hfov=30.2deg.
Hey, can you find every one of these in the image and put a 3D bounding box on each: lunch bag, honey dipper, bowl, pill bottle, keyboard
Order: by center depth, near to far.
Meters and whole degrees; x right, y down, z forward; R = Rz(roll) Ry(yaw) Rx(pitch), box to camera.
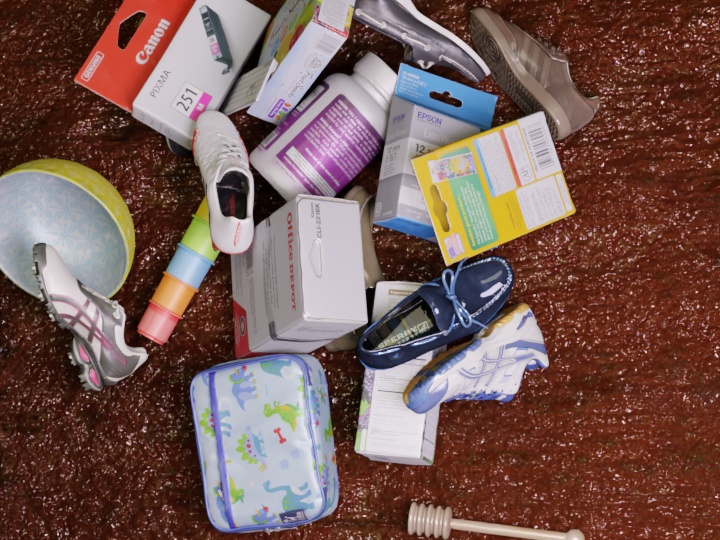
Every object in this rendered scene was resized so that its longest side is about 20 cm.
[{"bbox_3d":[0.153,0.294,1.510,0.198,0.038,0.038,7,78,12],"label":"honey dipper"},{"bbox_3d":[-0.114,0.202,1.557,0.159,0.082,0.202,-8,85,16],"label":"lunch bag"},{"bbox_3d":[-0.031,-0.167,1.628,0.200,0.112,0.112,-44,71,0],"label":"pill bottle"},{"bbox_3d":[-0.144,-0.220,1.641,0.011,0.200,0.057,31,79,-17],"label":"keyboard"},{"bbox_3d":[-0.362,-0.065,1.673,0.198,0.201,0.108,5,34,15],"label":"bowl"}]

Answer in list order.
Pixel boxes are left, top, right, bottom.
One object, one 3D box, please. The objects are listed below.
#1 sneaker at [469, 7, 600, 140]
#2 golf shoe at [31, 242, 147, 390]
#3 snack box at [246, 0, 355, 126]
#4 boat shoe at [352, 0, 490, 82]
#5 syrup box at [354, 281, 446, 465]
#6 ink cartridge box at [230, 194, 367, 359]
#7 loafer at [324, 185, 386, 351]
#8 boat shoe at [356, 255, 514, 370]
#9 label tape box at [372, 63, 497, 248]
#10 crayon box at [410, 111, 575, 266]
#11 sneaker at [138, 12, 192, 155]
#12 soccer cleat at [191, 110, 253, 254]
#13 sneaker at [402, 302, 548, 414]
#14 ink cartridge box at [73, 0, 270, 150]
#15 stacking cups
[{"bbox_3d":[0.210,-0.247,1.625,0.075,0.071,0.201,-29,72,-16],"label":"sneaker"},{"bbox_3d":[-0.337,0.047,1.642,0.088,0.077,0.201,-25,108,-3],"label":"golf shoe"},{"bbox_3d":[-0.067,-0.287,1.609,0.053,0.200,0.143,23,55,-17],"label":"snack box"},{"bbox_3d":[0.069,-0.281,1.619,0.199,0.074,0.061,34,91,-21],"label":"boat shoe"},{"bbox_3d":[0.052,0.120,1.553,0.081,0.079,0.202,3,77,15],"label":"syrup box"},{"bbox_3d":[-0.075,0.013,1.546,0.083,0.200,0.146,3,73,-27],"label":"ink cartridge box"},{"bbox_3d":[0.000,0.000,1.602,0.067,0.076,0.202,7,88,14],"label":"loafer"},{"bbox_3d":[0.087,0.052,1.484,0.200,0.069,0.084,-38,73,0],"label":"boat shoe"},{"bbox_3d":[0.103,-0.136,1.574,0.142,0.066,0.202,16,79,-26],"label":"label tape box"},{"bbox_3d":[0.141,-0.092,1.524,0.199,0.051,0.127,-22,95,-31],"label":"crayon box"},{"bbox_3d":[-0.251,-0.239,1.736,0.083,0.071,0.202,-22,73,43],"label":"sneaker"},{"bbox_3d":[-0.156,-0.114,1.571,0.068,0.085,0.201,0,60,-18],"label":"soccer cleat"},{"bbox_3d":[0.137,0.117,1.496,0.199,0.075,0.089,-32,96,-28],"label":"sneaker"},{"bbox_3d":[-0.234,-0.279,1.672,0.173,0.044,0.201,30,72,-5],"label":"ink cartridge box"},{"bbox_3d":[-0.211,-0.002,1.665,0.060,0.060,0.201,27,89,18],"label":"stacking cups"}]
